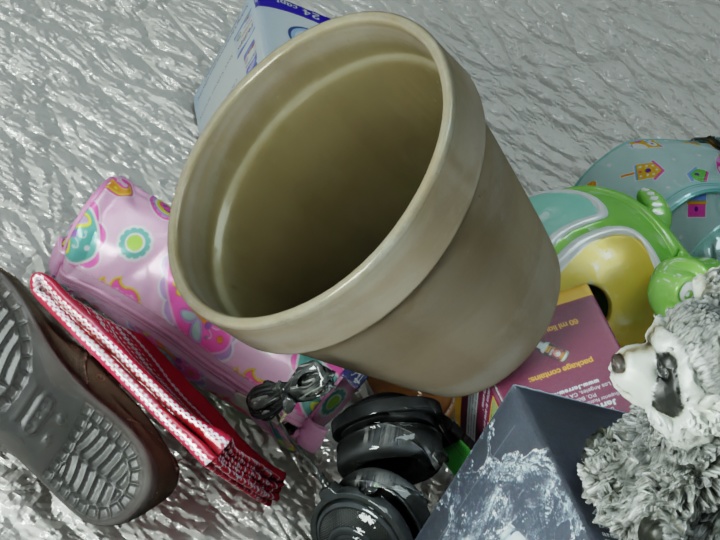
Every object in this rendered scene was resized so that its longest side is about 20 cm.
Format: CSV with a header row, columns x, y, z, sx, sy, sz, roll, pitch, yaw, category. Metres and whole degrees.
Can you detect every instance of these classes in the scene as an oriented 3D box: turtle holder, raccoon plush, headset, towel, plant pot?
x,y,z,sx,sy,sz,roll,pitch,yaw,category
0.144,0.024,1.763,0.185,0.142,0.131,29,25,33,turtle holder
0.197,0.073,1.364,0.199,0.134,0.097,5,34,-41,raccoon plush
0.019,0.117,1.561,0.200,0.094,0.124,35,47,-26,headset
-0.108,0.066,1.513,0.145,0.022,0.200,43,-3,13,towel
0.020,-0.019,1.560,0.173,0.200,0.200,37,17,-40,plant pot

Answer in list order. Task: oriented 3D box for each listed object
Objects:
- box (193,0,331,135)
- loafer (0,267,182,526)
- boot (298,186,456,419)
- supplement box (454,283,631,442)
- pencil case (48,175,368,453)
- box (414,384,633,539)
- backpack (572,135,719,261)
x,y,z,sx,sy,sz,roll,pitch,yaw,category
-0.008,-0.078,1.896,0.183,0.105,0.200,21,28,-21,box
-0.172,0.069,1.510,0.200,0.073,0.071,48,13,26,loafer
0.000,0.000,1.691,0.155,0.076,0.201,17,65,-66,boot
0.132,0.125,1.620,0.085,0.111,0.200,-18,57,-12,supplement box
-0.090,0.027,1.644,0.200,0.088,0.087,35,26,3,pencil case
0.107,0.203,1.421,0.117,0.197,0.200,16,30,-28,box
0.229,-0.003,1.946,0.199,0.176,0.153,5,32,-36,backpack
